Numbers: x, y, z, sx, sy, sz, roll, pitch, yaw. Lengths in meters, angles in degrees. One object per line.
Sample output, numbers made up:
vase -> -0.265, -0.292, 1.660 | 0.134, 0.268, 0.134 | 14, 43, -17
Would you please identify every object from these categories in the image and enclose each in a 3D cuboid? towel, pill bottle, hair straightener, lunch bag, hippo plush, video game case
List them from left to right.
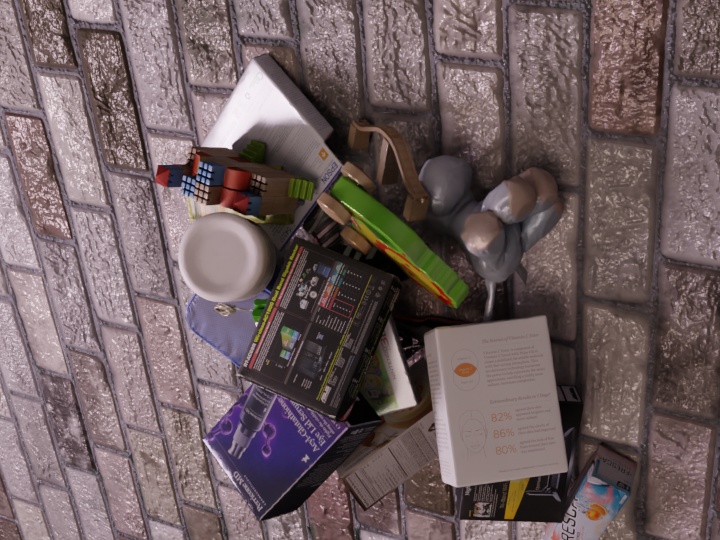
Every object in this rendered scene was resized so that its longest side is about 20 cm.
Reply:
pill bottle -> -0.173, -0.016, 1.467 | 0.112, 0.200, 0.117 | 0, 89, 2
towel -> -0.180, -0.108, 1.554 | 0.198, 0.018, 0.087 | 4, 113, 38
lunch bag -> -0.149, 0.064, 1.646 | 0.199, 0.132, 0.136 | 38, 110, 2
video game case -> -0.034, 0.130, 1.546 | 0.197, 0.022, 0.185 | -17, 95, 18
hair straightener -> 0.070, 0.091, 1.567 | 0.197, 0.077, 0.041 | 15, 129, 22
hippo plush -> 0.155, -0.080, 1.387 | 0.161, 0.159, 0.201 | 41, 164, 29

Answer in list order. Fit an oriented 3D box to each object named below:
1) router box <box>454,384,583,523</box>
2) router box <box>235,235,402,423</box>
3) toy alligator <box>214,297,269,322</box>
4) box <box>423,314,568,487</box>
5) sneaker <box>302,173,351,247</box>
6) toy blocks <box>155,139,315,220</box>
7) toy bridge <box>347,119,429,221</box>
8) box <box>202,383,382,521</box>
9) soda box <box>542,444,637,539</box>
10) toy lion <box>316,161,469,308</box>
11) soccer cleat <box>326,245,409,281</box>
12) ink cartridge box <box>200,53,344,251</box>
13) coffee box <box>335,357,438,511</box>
router box -> 0.221, 0.259, 1.537 | 0.154, 0.052, 0.203 | 3, 113, -5
router box -> -0.052, 0.076, 1.405 | 0.148, 0.203, 0.062 | 22, 173, 17
toy alligator -> -0.106, 0.053, 1.516 | 0.197, 0.055, 0.060 | 13, 148, 16
box -> 0.174, 0.169, 1.417 | 0.149, 0.106, 0.204 | -6, 83, -6
sneaker -> -0.038, -0.052, 1.544 | 0.086, 0.074, 0.203 | 12, 120, 24
toy blocks -> -0.180, -0.120, 1.450 | 0.198, 0.136, 0.102 | 23, 108, 33
toy bridge -> 0.038, -0.142, 1.389 | 0.201, 0.027, 0.068 | -125, 36, -45
box -> -0.095, 0.221, 1.495 | 0.200, 0.104, 0.148 | -48, 69, 16
soda box -> 0.330, 0.351, 1.585 | 0.063, 0.069, 0.202 | 25, 130, 6
toy lion -> 0.052, -0.029, 1.348 | 0.191, 0.069, 0.200 | 38, 175, 21
soccer cleat -> 0.000, 0.000, 1.473 | 0.197, 0.081, 0.068 | -16, 116, -8
ink cartridge box -> -0.120, -0.162, 1.518 | 0.201, 0.043, 0.197 | 49, 132, 9
coffee box -> 0.049, 0.236, 1.574 | 0.080, 0.199, 0.114 | 57, 176, -31
